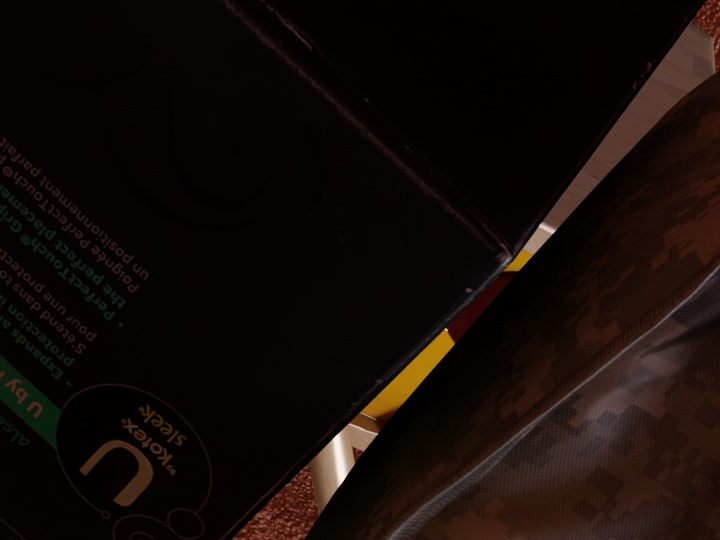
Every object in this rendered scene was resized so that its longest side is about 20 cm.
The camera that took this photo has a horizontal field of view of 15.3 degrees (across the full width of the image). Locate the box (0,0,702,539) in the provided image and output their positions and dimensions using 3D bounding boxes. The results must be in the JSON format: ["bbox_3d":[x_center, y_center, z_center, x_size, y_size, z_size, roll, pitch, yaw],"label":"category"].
[{"bbox_3d":[-0.046,-0.016,0.577,0.200,0.124,0.149,-47,-178,37],"label":"box"}]

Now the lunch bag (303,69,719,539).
[{"bbox_3d":[0.070,0.044,0.559,0.200,0.117,0.164,-53,-179,19],"label":"lunch bag"}]

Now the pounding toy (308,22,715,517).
[{"bbox_3d":[0.000,0.000,0.849,0.200,0.184,0.143,-26,-128,41],"label":"pounding toy"}]
